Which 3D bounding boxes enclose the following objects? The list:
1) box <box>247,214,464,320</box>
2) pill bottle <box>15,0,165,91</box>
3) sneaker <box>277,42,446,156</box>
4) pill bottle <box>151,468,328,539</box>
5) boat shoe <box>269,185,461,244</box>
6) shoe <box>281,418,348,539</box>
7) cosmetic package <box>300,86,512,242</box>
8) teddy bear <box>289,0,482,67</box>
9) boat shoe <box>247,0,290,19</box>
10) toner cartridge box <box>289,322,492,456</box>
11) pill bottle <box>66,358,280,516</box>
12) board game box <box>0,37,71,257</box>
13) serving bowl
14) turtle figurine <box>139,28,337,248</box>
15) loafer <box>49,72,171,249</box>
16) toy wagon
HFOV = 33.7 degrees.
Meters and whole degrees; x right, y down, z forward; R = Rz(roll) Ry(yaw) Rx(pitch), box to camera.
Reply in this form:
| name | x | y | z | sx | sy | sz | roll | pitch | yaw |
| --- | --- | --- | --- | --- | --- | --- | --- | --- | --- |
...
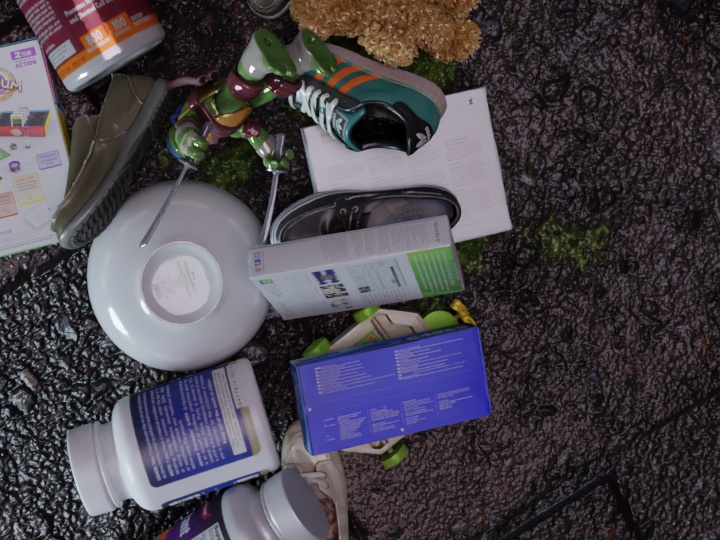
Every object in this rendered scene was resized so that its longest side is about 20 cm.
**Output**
| name | x | y | z | sx | sy | sz | roll | pitch | yaw |
| --- | --- | --- | --- | --- | --- | --- | --- | --- | --- |
| box | 0.000 | 0.000 | 1.180 | 0.196 | 0.145 | 0.037 | -8 | 70 | 7 |
| pill bottle | -0.283 | -0.287 | 1.144 | 0.113 | 0.114 | 0.202 | -30 | 101 | -4 |
| sneaker | -0.018 | -0.167 | 1.173 | 0.197 | 0.080 | 0.072 | 16 | 138 | 16 |
| pill bottle | -0.134 | 0.290 | 1.215 | 0.199 | 0.112 | 0.112 | -34 | 100 | 12 |
| boat shoe | 0.008 | -0.046 | 1.189 | 0.196 | 0.066 | 0.071 | -6 | 97 | -6 |
| shoe | -0.042 | 0.259 | 1.274 | 0.069 | 0.053 | 0.204 | -10 | 96 | -8 |
| cosmetic package | 0.048 | -0.097 | 1.247 | 0.197 | 0.052 | 0.153 | -13 | 100 | -6 |
| teddy bear | 0.031 | -0.265 | 1.173 | 0.197 | 0.067 | 0.147 | 21 | 69 | -8 |
| boat shoe | -0.074 | -0.352 | 1.183 | 0.071 | 0.060 | 0.205 | 19 | 102 | 0 |
| toner cartridge box | 0.032 | 0.121 | 1.230 | 0.197 | 0.043 | 0.097 | -11 | 95 | -12 |
| pill bottle | -0.190 | 0.175 | 1.211 | 0.197 | 0.120 | 0.122 | -17 | 99 | -6 |
| board game box | -0.366 | -0.117 | 1.190 | 0.150 | 0.040 | 0.203 | -13 | 98 | -7 |
| serving bowl | -0.184 | 0.009 | 1.220 | 0.196 | 0.066 | 0.204 | -1 | 97 | -7 |
| turtle figurine | -0.104 | -0.126 | 1.130 | 0.143 | 0.202 | 0.194 | 22 | 134 | -32 |
| loafer | -0.258 | -0.113 | 1.178 | 0.069 | 0.075 | 0.202 | 25 | 66 | 1 |
| toy wagon | 0.038 | 0.105 | 1.273 | 0.199 | 0.040 | 0.156 | -38 | 101 | -8 |
